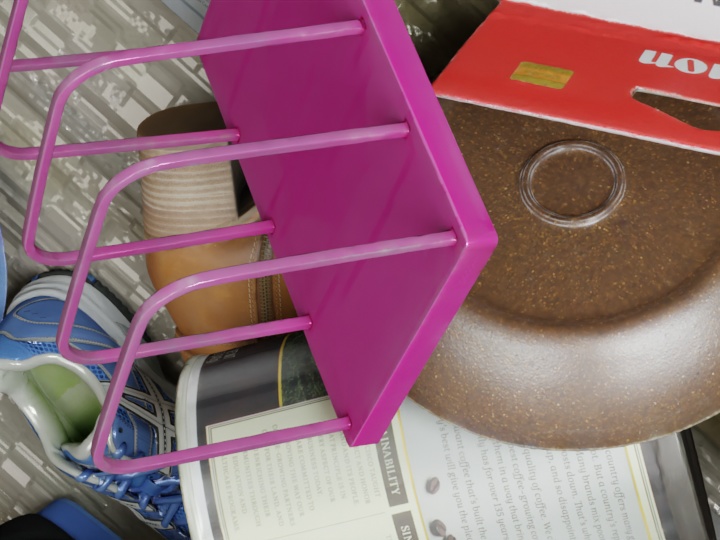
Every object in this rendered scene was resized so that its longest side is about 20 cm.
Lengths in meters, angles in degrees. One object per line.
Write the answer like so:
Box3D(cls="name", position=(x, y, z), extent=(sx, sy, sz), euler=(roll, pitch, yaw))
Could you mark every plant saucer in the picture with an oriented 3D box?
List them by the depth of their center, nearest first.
Box3D(cls="plant saucer", position=(0.084, -0.025, 0.824), extent=(0.199, 0.201, 0.037), euler=(12, 149, 17))

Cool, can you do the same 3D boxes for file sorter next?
Box3D(cls="file sorter", position=(-0.061, -0.046, 0.774), extent=(0.201, 0.125, 0.139), euler=(68, 152, 27))

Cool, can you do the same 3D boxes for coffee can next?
Box3D(cls="coffee can", position=(0.039, 0.083, 0.885), extent=(0.198, 0.147, 0.147), euler=(-14, 107, 9))

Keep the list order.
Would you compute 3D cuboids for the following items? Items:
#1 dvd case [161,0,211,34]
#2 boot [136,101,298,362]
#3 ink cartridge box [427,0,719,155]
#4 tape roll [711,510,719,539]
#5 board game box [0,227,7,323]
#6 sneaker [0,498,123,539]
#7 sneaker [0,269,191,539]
Box3D(cls="dvd case", position=(-0.038, -0.170, 0.846), extent=(0.150, 0.025, 0.201), euler=(43, 141, 34))
Box3D(cls="boot", position=(0.000, 0.000, 0.948), extent=(0.198, 0.074, 0.156), euler=(3, 121, 21))
Box3D(cls="ink cartridge box", position=(0.145, -0.097, 0.772), extent=(0.199, 0.176, 0.045), euler=(13, 120, 16))
Box3D(cls="tape roll", position=(0.111, 0.189, 0.998), extent=(0.201, 0.037, 0.204), euler=(9, 116, 19))
Box3D(cls="board game box", position=(-0.261, -0.019, 1.062), extent=(0.198, 0.039, 0.159), euler=(10, 111, 14))
Box3D(cls="sneaker", position=(-0.128, 0.170, 1.019), extent=(0.199, 0.078, 0.071), euler=(13, 122, 49))
Box3D(cls="sneaker", position=(-0.107, 0.092, 1.022), extent=(0.200, 0.077, 0.076), euler=(42, 120, -2))
